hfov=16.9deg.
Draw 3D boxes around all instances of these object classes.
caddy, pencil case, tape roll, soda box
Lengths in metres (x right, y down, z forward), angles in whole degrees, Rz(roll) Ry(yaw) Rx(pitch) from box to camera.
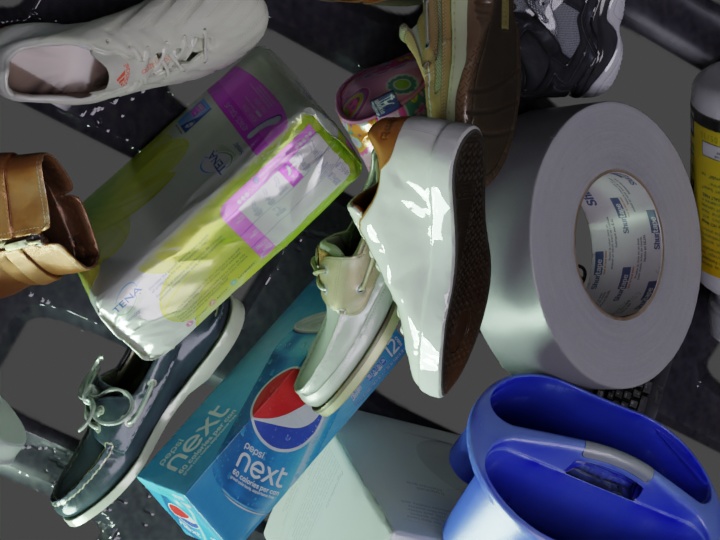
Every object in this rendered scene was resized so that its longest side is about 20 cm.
[{"bbox_3d":[0.150,0.152,1.640,0.199,0.142,0.105,23,136,-17],"label":"caddy"},{"bbox_3d":[0.059,-0.061,1.703,0.087,0.087,0.200,-33,117,-3],"label":"pencil case"},{"bbox_3d":[0.157,-0.016,1.701,0.200,0.066,0.201,5,83,-47],"label":"tape roll"},{"bbox_3d":[-0.060,0.099,1.704,0.200,0.068,0.064,-49,121,-19],"label":"soda box"}]

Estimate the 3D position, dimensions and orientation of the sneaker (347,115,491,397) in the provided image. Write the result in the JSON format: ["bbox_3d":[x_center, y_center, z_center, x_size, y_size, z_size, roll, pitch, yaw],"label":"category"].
[{"bbox_3d":[0.036,-0.013,1.582,0.084,0.073,0.201,15,122,24],"label":"sneaker"}]

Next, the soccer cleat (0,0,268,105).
[{"bbox_3d":[-0.152,-0.144,1.603,0.199,0.078,0.070,-12,115,-13],"label":"soccer cleat"}]

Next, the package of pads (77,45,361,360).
[{"bbox_3d":[-0.103,-0.046,1.617,0.200,0.155,0.068,-42,118,3],"label":"package of pads"}]

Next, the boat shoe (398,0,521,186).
[{"bbox_3d":[0.062,-0.153,1.608,0.072,0.076,0.201,17,76,-57],"label":"boat shoe"}]

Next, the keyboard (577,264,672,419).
[{"bbox_3d":[0.176,0.072,1.791,0.127,0.021,0.201,23,78,-26],"label":"keyboard"}]

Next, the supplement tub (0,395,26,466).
[{"bbox_3d":[-0.335,0.152,1.634,0.140,0.140,0.200,37,97,-27],"label":"supplement tub"}]

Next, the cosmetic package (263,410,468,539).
[{"bbox_3d":[0.060,0.210,1.753,0.199,0.200,0.123,15,107,-22],"label":"cosmetic package"}]

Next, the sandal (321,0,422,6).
[{"bbox_3d":[-0.001,-0.214,1.634,0.199,0.054,0.081,-1,113,-24],"label":"sandal"}]

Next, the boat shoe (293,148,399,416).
[{"bbox_3d":[0.000,0.000,1.639,0.068,0.075,0.201,27,97,-17],"label":"boat shoe"}]

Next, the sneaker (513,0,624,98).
[{"bbox_3d":[0.120,-0.201,1.657,0.113,0.075,0.201,-19,121,-27],"label":"sneaker"}]

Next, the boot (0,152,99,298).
[{"bbox_3d":[-0.269,-0.061,1.563,0.154,0.074,0.200,-7,136,29],"label":"boot"}]

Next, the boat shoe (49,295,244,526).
[{"bbox_3d":[-0.161,0.088,1.701,0.062,0.075,0.200,35,97,-28],"label":"boat shoe"}]

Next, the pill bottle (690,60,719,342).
[{"bbox_3d":[0.297,-0.048,1.770,0.112,0.112,0.201,-9,114,-14],"label":"pill bottle"}]
